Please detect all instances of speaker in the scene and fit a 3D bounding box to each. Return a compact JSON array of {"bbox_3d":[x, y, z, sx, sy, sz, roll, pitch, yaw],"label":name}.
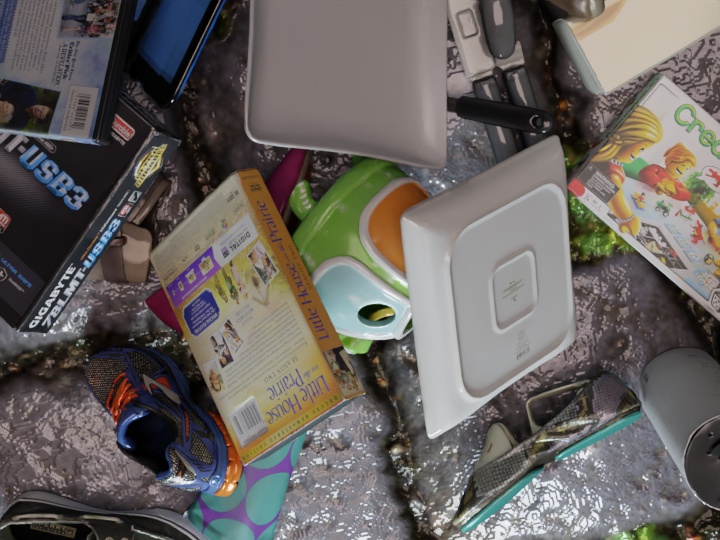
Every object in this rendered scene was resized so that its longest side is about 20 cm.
[{"bbox_3d":[0.286,0.125,1.018,0.081,0.200,0.082,0,101,2],"label":"speaker"}]

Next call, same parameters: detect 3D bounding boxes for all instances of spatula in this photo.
[{"bbox_3d":[0.066,-0.141,1.034,0.199,0.021,0.057,13,97,17],"label":"spatula"}]

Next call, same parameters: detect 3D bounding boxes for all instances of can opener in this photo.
[{"bbox_3d":[0.121,-0.151,1.043,0.052,0.066,0.201,-17,105,4],"label":"can opener"}]

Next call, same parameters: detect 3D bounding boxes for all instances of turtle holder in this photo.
[{"bbox_3d":[-0.003,0.000,1.024,0.132,0.141,0.186,41,115,11],"label":"turtle holder"}]

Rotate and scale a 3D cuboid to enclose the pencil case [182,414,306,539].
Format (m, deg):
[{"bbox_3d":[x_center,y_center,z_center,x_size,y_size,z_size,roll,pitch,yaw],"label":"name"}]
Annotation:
[{"bbox_3d":[-0.089,0.146,1.090,0.085,0.092,0.201,20,102,0],"label":"pencil case"}]

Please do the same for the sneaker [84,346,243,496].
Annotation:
[{"bbox_3d":[-0.182,0.122,1.060,0.200,0.078,0.076,31,105,39],"label":"sneaker"}]

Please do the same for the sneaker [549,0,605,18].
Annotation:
[{"bbox_3d":[0.118,-0.251,0.974,0.075,0.200,0.071,-30,141,-1],"label":"sneaker"}]

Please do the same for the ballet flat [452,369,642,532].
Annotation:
[{"bbox_3d":[0.155,0.155,1.106,0.200,0.072,0.072,-36,98,8],"label":"ballet flat"}]

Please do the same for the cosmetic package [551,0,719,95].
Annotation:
[{"bbox_3d":[0.262,-0.223,1.002,0.199,0.105,0.071,-30,97,6],"label":"cosmetic package"}]

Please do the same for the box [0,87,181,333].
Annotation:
[{"bbox_3d":[-0.274,-0.086,1.004,0.200,0.050,0.199,41,101,20],"label":"box"}]

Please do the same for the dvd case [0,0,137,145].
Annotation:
[{"bbox_3d":[-0.272,-0.179,0.980,0.199,0.018,0.143,9,85,23],"label":"dvd case"}]

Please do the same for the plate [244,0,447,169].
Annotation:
[{"bbox_3d":[-0.013,-0.186,0.969,0.199,0.032,0.201,4,85,-39],"label":"plate"}]

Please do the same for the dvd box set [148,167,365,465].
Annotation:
[{"bbox_3d":[-0.088,0.040,0.993,0.146,0.029,0.201,-38,74,43],"label":"dvd box set"}]

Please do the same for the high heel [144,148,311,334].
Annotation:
[{"bbox_3d":[-0.114,-0.032,1.073,0.096,0.067,0.201,26,97,6],"label":"high heel"}]

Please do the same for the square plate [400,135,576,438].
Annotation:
[{"bbox_3d":[0.117,0.013,1.007,0.028,0.200,0.199,15,122,43],"label":"square plate"}]

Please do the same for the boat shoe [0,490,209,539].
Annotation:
[{"bbox_3d":[-0.235,0.255,1.132,0.199,0.064,0.071,10,101,0],"label":"boat shoe"}]

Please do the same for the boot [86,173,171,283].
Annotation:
[{"bbox_3d":[-0.254,-0.019,1.078,0.146,0.070,0.201,19,102,-4],"label":"boot"}]

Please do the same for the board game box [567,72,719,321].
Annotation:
[{"bbox_3d":[0.290,-0.057,1.067,0.200,0.035,0.126,39,99,-5],"label":"board game box"}]

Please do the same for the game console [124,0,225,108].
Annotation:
[{"bbox_3d":[-0.178,-0.259,1.002,0.170,0.118,0.201,28,100,-4],"label":"game console"}]
